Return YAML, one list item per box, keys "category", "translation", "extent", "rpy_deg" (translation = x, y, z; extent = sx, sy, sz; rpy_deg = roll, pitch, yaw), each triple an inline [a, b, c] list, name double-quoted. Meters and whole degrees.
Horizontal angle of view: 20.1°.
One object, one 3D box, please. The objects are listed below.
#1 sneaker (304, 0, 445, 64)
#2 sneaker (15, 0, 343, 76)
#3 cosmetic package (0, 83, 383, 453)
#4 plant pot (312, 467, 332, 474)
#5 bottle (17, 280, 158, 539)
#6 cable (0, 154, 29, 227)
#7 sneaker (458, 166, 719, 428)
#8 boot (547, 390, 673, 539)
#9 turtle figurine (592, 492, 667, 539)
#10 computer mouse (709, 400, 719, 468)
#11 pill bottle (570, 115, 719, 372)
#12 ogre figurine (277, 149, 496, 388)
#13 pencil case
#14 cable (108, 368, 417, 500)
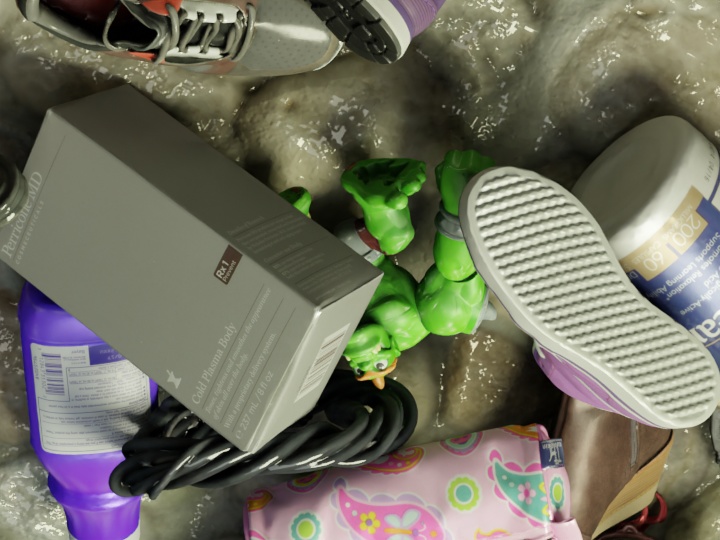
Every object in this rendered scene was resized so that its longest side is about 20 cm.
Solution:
- category: "sneaker"
  translation: [-0.024, -0.213, 1.108]
  extent: [0.200, 0.076, 0.088]
  rpy_deg: [48, 71, -20]
- category: "sneaker"
  translation: [-0.102, -0.135, 1.123]
  extent: [0.199, 0.082, 0.077]
  rpy_deg: [9, 121, -16]
- category: "cosmetic package"
  translation: [-0.099, -0.005, 1.144]
  extent: [0.199, 0.090, 0.107]
  rpy_deg: [33, 118, 14]
- category: "plant pot"
  translation: [-0.005, 0.225, 1.337]
  extent: [0.186, 0.187, 0.201]
  rpy_deg: [13, 103, -18]
- category: "bottle"
  translation: [-0.165, 0.090, 1.268]
  extent: [0.083, 0.065, 0.201]
  rpy_deg: [-5, 124, -7]
- category: "cable"
  translation: [-0.280, -0.030, 1.152]
  extent: [0.199, 0.098, 0.050]
  rpy_deg: [-16, 140, 3]
- category: "sneaker"
  translation: [0.109, 0.020, 1.184]
  extent: [0.073, 0.114, 0.201]
  rpy_deg: [-48, 111, -16]
- category: "boot"
  translation: [0.129, 0.110, 1.296]
  extent: [0.200, 0.072, 0.167]
  rpy_deg: [-30, 130, -39]
- category: "turtle figurine"
  translation: [0.182, 0.223, 1.369]
  extent: [0.149, 0.200, 0.101]
  rpy_deg: [-38, 88, 5]
- category: "computer mouse"
  translation: [0.304, 0.064, 1.358]
  extent: [0.139, 0.046, 0.201]
  rpy_deg: [-1, 128, -4]
- category: "pill bottle"
  translation: [0.223, 0.008, 1.244]
  extent: [0.200, 0.111, 0.111]
  rpy_deg: [40, 109, -20]
- category: "ogre figurine"
  translation: [0.000, 0.000, 1.222]
  extent: [0.199, 0.098, 0.120]
  rpy_deg: [-25, 120, 4]
- category: "pencil case"
  translation: [0.031, 0.151, 1.219]
  extent: [0.199, 0.088, 0.088]
  rpy_deg: [-13, 125, 8]
- category: "cable"
  translation: [-0.058, 0.102, 1.212]
  extent: [0.162, 0.200, 0.051]
  rpy_deg: [0, 100, 24]
